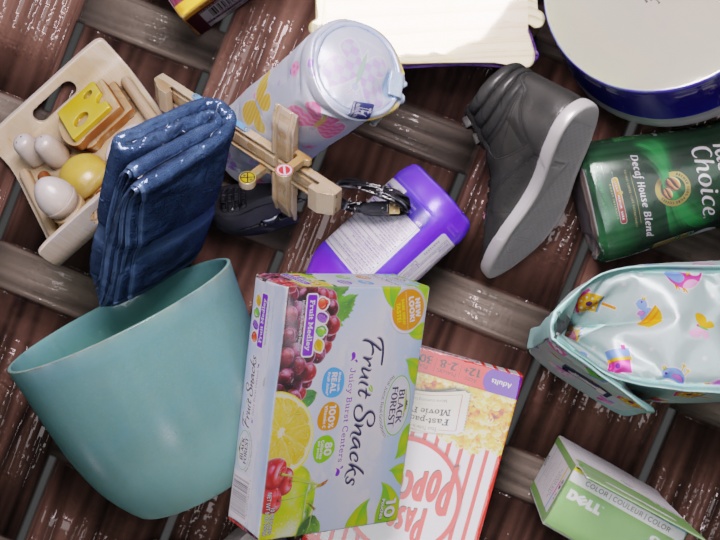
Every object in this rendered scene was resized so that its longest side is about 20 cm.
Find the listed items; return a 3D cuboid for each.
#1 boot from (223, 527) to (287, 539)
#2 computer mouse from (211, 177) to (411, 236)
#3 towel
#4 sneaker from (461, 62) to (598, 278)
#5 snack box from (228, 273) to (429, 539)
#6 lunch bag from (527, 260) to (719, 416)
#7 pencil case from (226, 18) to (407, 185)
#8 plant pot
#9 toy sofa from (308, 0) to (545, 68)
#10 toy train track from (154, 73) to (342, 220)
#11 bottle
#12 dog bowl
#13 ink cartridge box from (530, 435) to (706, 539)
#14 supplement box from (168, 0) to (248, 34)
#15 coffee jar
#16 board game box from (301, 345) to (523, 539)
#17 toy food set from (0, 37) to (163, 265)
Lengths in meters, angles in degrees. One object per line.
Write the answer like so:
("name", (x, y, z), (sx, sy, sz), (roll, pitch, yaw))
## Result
("boot", (-0.107, 0.284, 0.995), (0.073, 0.200, 0.091), (-33, 91, 34))
("computer mouse", (-0.051, -0.049, 1.024), (0.199, 0.059, 0.034), (-2, 57, 29))
("towel", (-0.157, -0.049, 0.955), (0.111, 0.200, 0.049), (-33, 72, -31))
("sneaker", (0.126, -0.089, 1.018), (0.070, 0.201, 0.099), (-22, 56, -35))
("snack box", (-0.025, 0.105, 0.960), (0.141, 0.053, 0.202), (0, 102, -39))
("lunch bag", (0.241, 0.057, 0.984), (0.198, 0.170, 0.123), (-3, 83, 3))
("pencil case", (-0.046, -0.132, 0.984), (0.090, 0.200, 0.084), (3, 75, -32))
("plant pot", (-0.164, 0.106, 0.997), (0.199, 0.201, 0.162), (-25, 101, 3))
("toy sofa", (0.056, -0.216, 1.034), (0.198, 0.083, 0.098), (-3, 94, 2))
("toy train track", (-0.100, -0.099, 0.966), (0.199, 0.115, 0.033), (34, 55, 23))
("bottle", (0.000, 0.000, 1.040), (0.200, 0.065, 0.084), (-43, 45, 2))
("dog bowl", (0.254, -0.225, 0.983), (0.199, 0.079, 0.202), (-6, 75, 22))
("ink cartridge box", (0.202, 0.197, 0.972), (0.103, 0.200, 0.060), (30, 92, 3))
("supplement box", (-0.158, -0.324, 1.041), (0.110, 0.086, 0.201), (-33, 89, 3))
("coffee jar", (0.285, -0.078, 1.024), (0.198, 0.085, 0.105), (-14, 90, 2))
("board game box", (0.044, 0.167, 1.056), (0.150, 0.046, 0.202), (15, 91, 3))
("toy food set", (-0.240, -0.108, 1.013), (0.143, 0.060, 0.200), (-42, 45, 2))
